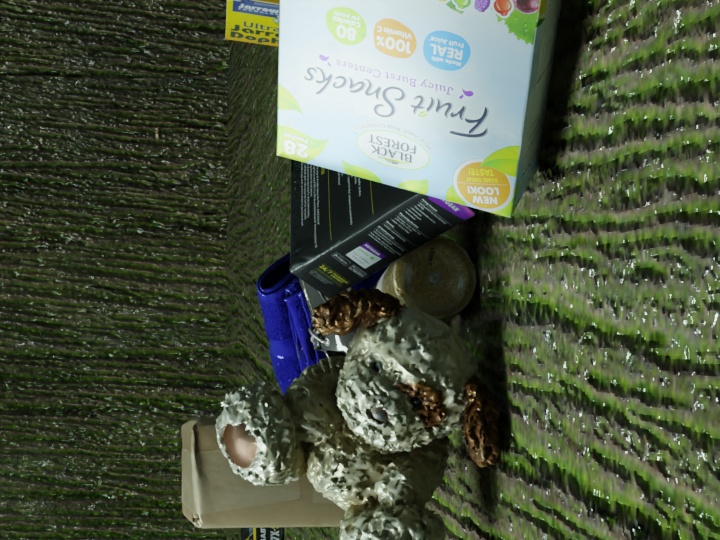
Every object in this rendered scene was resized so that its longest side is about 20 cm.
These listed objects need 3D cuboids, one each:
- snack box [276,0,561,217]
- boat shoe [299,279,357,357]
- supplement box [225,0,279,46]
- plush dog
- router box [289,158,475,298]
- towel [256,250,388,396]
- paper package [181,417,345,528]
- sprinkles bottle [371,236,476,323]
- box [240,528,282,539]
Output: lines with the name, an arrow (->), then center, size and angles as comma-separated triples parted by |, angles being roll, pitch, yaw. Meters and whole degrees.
snack box -> 0.036, -0.148, 0.960 | 0.068, 0.169, 0.200 | -56, -24, -48
boat shoe -> -0.003, 0.082, 1.258 | 0.200, 0.057, 0.067 | 59, 163, -10
supplement box -> -0.076, -0.345, 1.604 | 0.110, 0.109, 0.200 | 111, 166, -74
plush dog -> 0.021, 0.106, 1.138 | 0.172, 0.200, 0.160 | -54, -7, 30
router box -> 0.013, -0.096, 1.205 | 0.149, 0.051, 0.200 | -30, 43, 31
towel -> -0.020, 0.038, 1.377 | 0.050, 0.148, 0.200 | 35, 153, 28
paper package -> -0.073, 0.196, 1.503 | 0.191, 0.200, 0.104 | 154, 116, -78
sprinkles bottle -> 0.040, 0.027, 1.258 | 0.200, 0.068, 0.068 | 128, 142, -73
box -> -0.157, 0.381, 2.403 | 0.200, 0.049, 0.160 | 122, 146, -71
